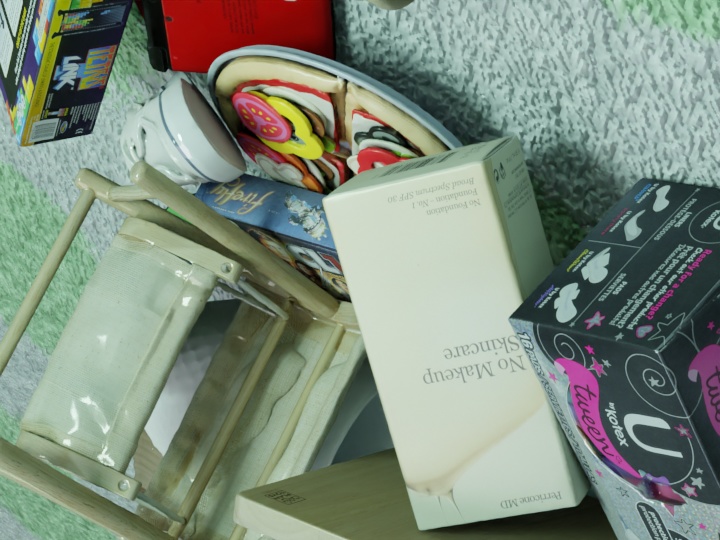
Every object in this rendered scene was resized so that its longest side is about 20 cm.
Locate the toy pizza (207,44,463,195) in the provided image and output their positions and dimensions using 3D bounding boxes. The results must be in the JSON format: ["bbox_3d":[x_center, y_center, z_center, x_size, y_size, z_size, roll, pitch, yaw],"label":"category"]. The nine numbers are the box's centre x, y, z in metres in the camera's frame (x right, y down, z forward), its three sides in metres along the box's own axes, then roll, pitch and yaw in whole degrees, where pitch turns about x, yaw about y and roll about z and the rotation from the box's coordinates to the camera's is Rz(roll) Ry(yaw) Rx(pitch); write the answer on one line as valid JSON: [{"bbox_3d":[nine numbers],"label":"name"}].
[{"bbox_3d":[-0.010,-0.067,1.282,0.199,0.032,0.200,25,160,10],"label":"toy pizza"}]

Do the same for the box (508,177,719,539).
[{"bbox_3d":[0.191,0.071,1.139,0.114,0.132,0.201,10,136,49],"label":"box"}]

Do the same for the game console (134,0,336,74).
[{"bbox_3d":[-0.095,-0.227,1.263,0.171,0.119,0.201,5,142,7],"label":"game console"}]

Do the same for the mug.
[{"bbox_3d":[-0.061,0.117,1.459,0.175,0.148,0.201,25,142,25],"label":"mug"}]

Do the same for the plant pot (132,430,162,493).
[{"bbox_3d":[-0.116,0.168,1.686,0.200,0.093,0.201,38,167,10],"label":"plant pot"}]

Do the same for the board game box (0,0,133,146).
[{"bbox_3d":[-0.203,-0.198,1.335,0.200,0.056,0.166,124,131,-63],"label":"board game box"}]

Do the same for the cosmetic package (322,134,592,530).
[{"bbox_3d":[0.060,0.035,1.184,0.103,0.073,0.201,-13,100,23],"label":"cosmetic package"}]

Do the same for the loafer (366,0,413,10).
[{"bbox_3d":[-0.025,-0.229,1.111,0.068,0.075,0.201,-10,111,59],"label":"loafer"}]

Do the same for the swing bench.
[{"bbox_3d":[-0.119,0.068,1.304,0.199,0.200,0.130,32,168,-22],"label":"swing bench"}]

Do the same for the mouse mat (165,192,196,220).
[{"bbox_3d":[-0.139,0.013,1.471,0.007,0.162,0.200,30,167,-17],"label":"mouse mat"}]

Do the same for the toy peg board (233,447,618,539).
[{"bbox_3d":[0.056,0.189,1.245,0.198,0.199,0.099,16,105,35],"label":"toy peg board"}]

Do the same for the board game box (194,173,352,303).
[{"bbox_3d":[0.000,0.000,1.338,0.199,0.035,0.136,17,159,41],"label":"board game box"}]

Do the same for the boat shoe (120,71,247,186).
[{"bbox_3d":[-0.117,-0.078,1.322,0.074,0.065,0.200,54,-179,-8],"label":"boat shoe"}]

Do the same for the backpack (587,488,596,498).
[{"bbox_3d":[0.163,0.235,1.384,0.200,0.153,0.176,49,158,10],"label":"backpack"}]
